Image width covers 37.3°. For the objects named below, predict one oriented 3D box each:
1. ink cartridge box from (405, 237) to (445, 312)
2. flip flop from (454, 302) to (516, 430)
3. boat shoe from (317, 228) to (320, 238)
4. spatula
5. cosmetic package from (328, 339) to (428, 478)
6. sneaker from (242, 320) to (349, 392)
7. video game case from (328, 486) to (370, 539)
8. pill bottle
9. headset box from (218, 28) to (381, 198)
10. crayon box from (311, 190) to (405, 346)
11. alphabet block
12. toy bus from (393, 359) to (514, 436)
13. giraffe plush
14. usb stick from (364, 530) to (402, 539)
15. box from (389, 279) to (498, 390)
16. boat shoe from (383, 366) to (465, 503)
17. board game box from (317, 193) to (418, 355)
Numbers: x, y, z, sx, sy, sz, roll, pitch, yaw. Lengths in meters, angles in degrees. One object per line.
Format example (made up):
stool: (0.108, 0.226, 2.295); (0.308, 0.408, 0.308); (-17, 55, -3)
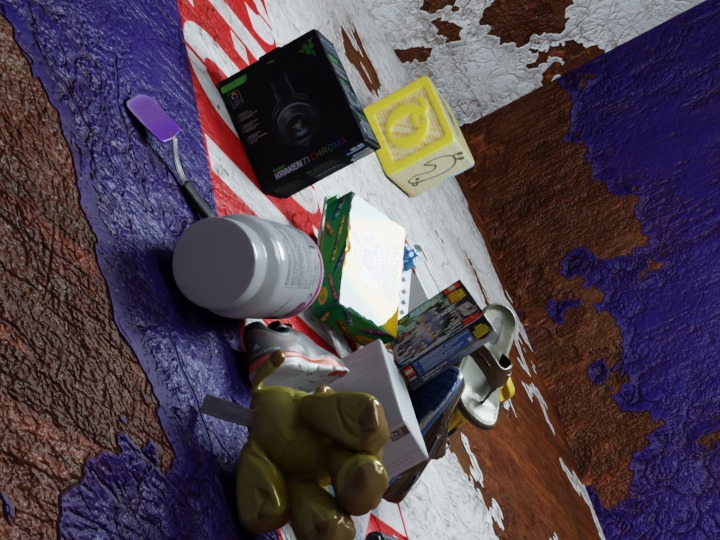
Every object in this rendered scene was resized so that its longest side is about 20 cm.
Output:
ink cartridge box: (0.092, 0.019, 2.019); (0.147, 0.083, 0.200); (65, 14, 8)
flip flop: (0.182, 0.126, 1.481); (0.081, 0.058, 0.201); (33, 56, -14)
boat shoe: (-0.007, 0.015, 1.688); (0.201, 0.065, 0.072); (67, 14, 14)
spatula: (-0.210, -0.119, 1.261); (0.201, 0.020, 0.057); (63, 26, -15)
cosmetic package: (0.011, 0.178, 1.330); (0.074, 0.101, 0.200); (58, 8, -27)
sneaker: (-0.076, 0.095, 1.259); (0.082, 0.077, 0.200); (67, 13, 19)
video game case: (-0.038, 0.264, 1.216); (0.144, 0.018, 0.200); (62, 13, -11)
pill bottle: (-0.123, -0.003, 1.183); (0.114, 0.113, 0.200); (66, 14, 10)
headset box: (-0.093, -0.238, 1.596); (0.201, 0.174, 0.093); (67, 13, 9)
crayon box: (0.000, 0.000, 1.553); (0.119, 0.058, 0.201); (33, 47, -34)
alphabet block: (0.142, -0.325, 2.617); (0.197, 0.195, 0.200); (66, 14, 19)
toy bus: (0.099, 0.182, 1.526); (0.136, 0.199, 0.192); (63, 21, 4)
giraffe plush: (-0.044, 0.183, 1.071); (0.200, 0.173, 0.162); (33, 0, 25)
usb stick: (0.051, 0.363, 1.321); (0.200, 0.032, 0.056); (41, 48, -58)
box: (0.109, 0.086, 1.500); (0.040, 0.137, 0.200); (56, 3, -13)
boat shoe: (0.079, 0.218, 1.417); (0.072, 0.200, 0.072); (48, -16, -30)
board game box: (0.012, 0.006, 1.634); (0.200, 0.026, 0.201); (34, 47, -34)
